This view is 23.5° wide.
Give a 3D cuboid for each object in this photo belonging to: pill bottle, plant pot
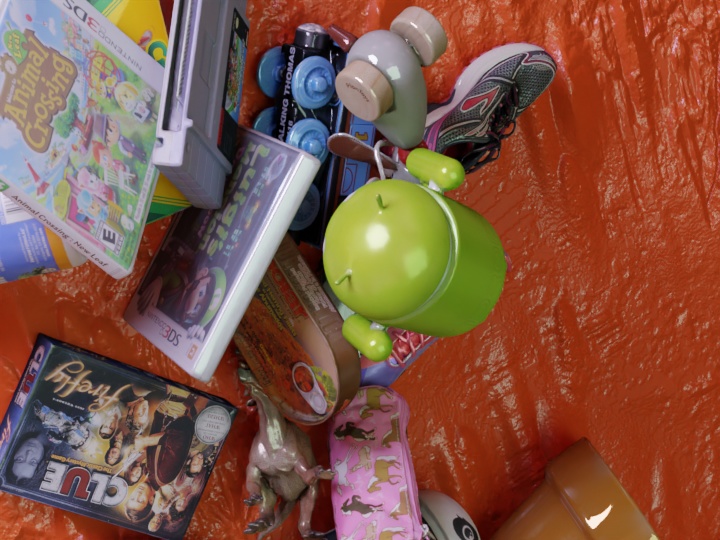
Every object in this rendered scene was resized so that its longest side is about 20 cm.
[{"bbox_3d":[-0.320,-0.038,1.349,0.197,0.112,0.113,-13,113,-2],"label":"pill bottle"},{"bbox_3d":[0.211,0.304,1.753,0.182,0.200,0.201,-35,120,1],"label":"plant pot"}]

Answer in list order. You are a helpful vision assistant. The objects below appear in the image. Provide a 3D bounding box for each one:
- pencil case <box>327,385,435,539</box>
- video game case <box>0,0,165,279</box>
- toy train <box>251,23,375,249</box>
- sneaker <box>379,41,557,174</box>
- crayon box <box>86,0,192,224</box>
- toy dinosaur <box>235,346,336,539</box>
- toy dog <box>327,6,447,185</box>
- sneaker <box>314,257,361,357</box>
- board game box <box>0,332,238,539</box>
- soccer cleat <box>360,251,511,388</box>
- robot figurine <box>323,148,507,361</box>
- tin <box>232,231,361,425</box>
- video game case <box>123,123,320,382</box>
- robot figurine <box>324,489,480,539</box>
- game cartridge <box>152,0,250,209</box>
[{"bbox_3d":[0.016,0.198,1.577,0.085,0.201,0.083,-3,134,-7],"label":"pencil case"},{"bbox_3d":[-0.222,-0.121,1.316,0.182,0.022,0.202,40,44,-32],"label":"video game case"},{"bbox_3d":[-0.035,-0.116,1.534,0.113,0.086,0.203,-1,105,-36],"label":"toy train"},{"bbox_3d":[0.111,-0.136,1.610,0.200,0.074,0.081,-40,136,-18],"label":"sneaker"},{"bbox_3d":[-0.211,-0.136,1.438,0.118,0.058,0.202,-22,115,-23],"label":"crayon box"},{"bbox_3d":[-0.069,0.167,1.601,0.085,0.137,0.201,-3,139,-3],"label":"toy dinosaur"},{"bbox_3d":[0.014,-0.139,1.473,0.131,0.096,0.202,-28,139,-39],"label":"toy dog"},{"bbox_3d":[0.000,0.000,1.597,0.079,0.074,0.201,33,80,-9],"label":"sneaker"},{"bbox_3d":[-0.220,0.152,1.532,0.199,0.035,0.137,22,93,-33],"label":"board game box"},{"bbox_3d":[0.062,0.044,1.641,0.200,0.076,0.067,-47,122,-11],"label":"soccer cleat"},{"bbox_3d":[0.046,-0.009,1.429,0.199,0.115,0.177,17,98,-59],"label":"robot figurine"},{"bbox_3d":[-0.070,0.039,1.508,0.042,0.112,0.201,-25,78,-37],"label":"tin"},{"bbox_3d":[-0.121,-0.022,1.451,0.023,0.181,0.202,28,90,-29],"label":"video game case"},{"bbox_3d":[0.025,0.293,1.664,0.198,0.125,0.151,-23,157,-23],"label":"robot figurine"},{"bbox_3d":[-0.126,-0.163,1.414,0.130,0.038,0.203,44,50,-70],"label":"game cartridge"}]
